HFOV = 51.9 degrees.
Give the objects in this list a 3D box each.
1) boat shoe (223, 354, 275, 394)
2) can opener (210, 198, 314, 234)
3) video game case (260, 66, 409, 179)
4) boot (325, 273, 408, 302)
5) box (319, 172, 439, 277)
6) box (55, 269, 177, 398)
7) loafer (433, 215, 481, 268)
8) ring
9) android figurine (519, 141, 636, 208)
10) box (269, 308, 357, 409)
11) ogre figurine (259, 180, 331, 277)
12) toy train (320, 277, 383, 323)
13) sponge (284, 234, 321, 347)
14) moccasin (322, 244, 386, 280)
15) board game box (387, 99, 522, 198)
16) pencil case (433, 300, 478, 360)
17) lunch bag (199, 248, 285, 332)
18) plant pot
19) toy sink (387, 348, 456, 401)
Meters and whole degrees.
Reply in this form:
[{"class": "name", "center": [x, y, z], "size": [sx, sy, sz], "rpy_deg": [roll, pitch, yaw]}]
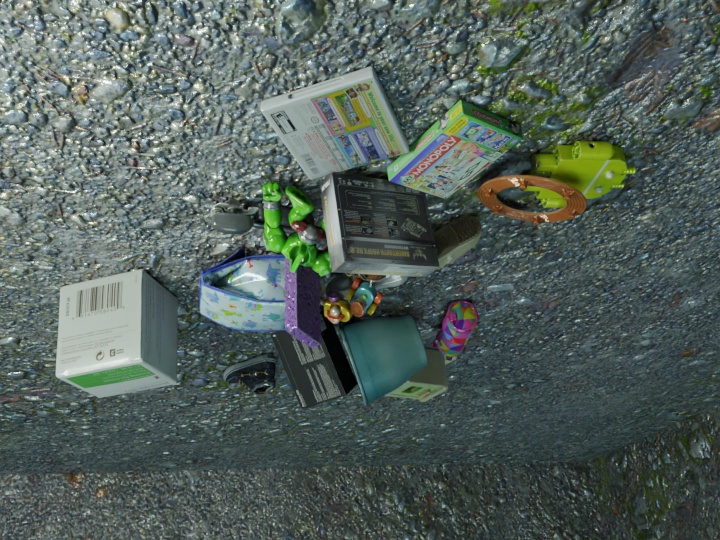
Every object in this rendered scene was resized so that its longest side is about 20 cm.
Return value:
[{"class": "boat shoe", "center": [-0.310, 0.304, 2.049], "size": [0.197, 0.093, 0.070], "rpy_deg": [-26, 147, 35]}, {"class": "can opener", "center": [-0.177, -0.082, 1.336], "size": [0.195, 0.069, 0.053], "rpy_deg": [9, 151, -28]}, {"class": "video game case", "center": [-0.034, -0.221, 1.144], "size": [0.177, 0.023, 0.200], "rpy_deg": [-13, 152, 14]}, {"class": "boot", "center": [0.000, 0.000, 1.554], "size": [0.195, 0.075, 0.096], "rpy_deg": [-18, 139, 18]}, {"class": "box", "center": [0.034, -0.075, 1.267], "size": [0.195, 0.163, 0.048], "rpy_deg": [2, 158, -31]}, {"class": "box", "center": [-0.505, 0.136, 1.553], "size": [0.193, 0.206, 0.172], "rpy_deg": [-11, 156, 9]}, {"class": "loafer", "center": [0.154, -0.038, 1.467], "size": [0.195, 0.077, 0.068], "rpy_deg": [-22, 150, 13]}, {"class": "ring", "center": [0.308, -0.122, 1.340], "size": [0.194, 0.020, 0.201], "rpy_deg": [12, 166, 3]}, {"class": "android figurine", "center": [0.387, -0.170, 1.312], "size": [0.194, 0.042, 0.183], "rpy_deg": [1, 152, -10]}, {"class": "box", "center": [-0.112, 0.212, 1.781], "size": [0.138, 0.205, 0.079], "rpy_deg": [-20, -175, 27]}, {"class": "ogre figurine", "center": [-0.095, -0.066, 1.296], "size": [0.196, 0.099, 0.122], "rpy_deg": [16, 116, -29]}, {"class": "toy train", "center": [-0.052, 0.049, 1.533], "size": [0.196, 0.056, 0.153], "rpy_deg": [-10, 119, 33]}, {"class": "sponge", "center": [-0.111, 0.036, 1.433], "size": [0.029, 0.206, 0.112], "rpy_deg": [-12, 153, 19]}, {"class": "moccasin", "center": [-0.010, -0.025, 1.394], "size": [0.076, 0.076, 0.200], "rpy_deg": [-7, -161, -28]}, {"class": "board game box", "center": [0.153, -0.194, 1.227], "size": [0.132, 0.030, 0.199], "rpy_deg": [11, 149, -32]}, {"class": "pencil case", "center": [0.240, 0.152, 1.873], "size": [0.086, 0.091, 0.201], "rpy_deg": [-2, 152, -7]}, {"class": "lunch bag", "center": [-0.231, 0.046, 1.513], "size": [0.194, 0.131, 0.171], "rpy_deg": [-3, 154, -15]}, {"class": "plant pot", "center": [0.063, 0.204, 1.830], "size": [0.183, 0.204, 0.201], "rpy_deg": [-19, 154, -4]}, {"class": "toy sink", "center": [0.174, 0.301, 2.120], "size": [0.195, 0.115, 0.130], "rpy_deg": [11, 150, -31]}]
